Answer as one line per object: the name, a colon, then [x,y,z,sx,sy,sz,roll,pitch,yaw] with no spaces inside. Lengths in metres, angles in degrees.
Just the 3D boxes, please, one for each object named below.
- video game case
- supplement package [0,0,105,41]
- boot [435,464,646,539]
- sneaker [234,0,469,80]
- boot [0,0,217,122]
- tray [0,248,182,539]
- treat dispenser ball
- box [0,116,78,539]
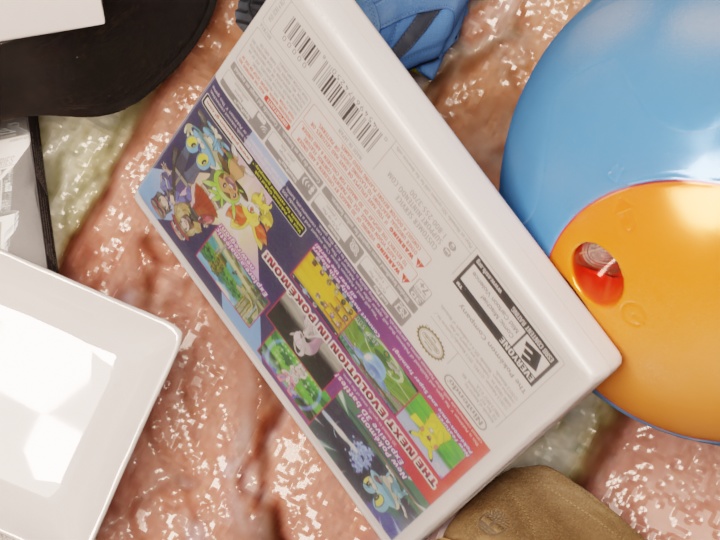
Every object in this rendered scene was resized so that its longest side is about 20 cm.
video game case: [0.000,0.000,1.018,0.023,0.182,0.200,-30,79,-37]
supplement package: [-0.194,-0.202,1.004,0.151,0.151,0.200,-9,39,-5]
boot: [0.121,0.159,1.037,0.200,0.074,0.075,40,73,10]
sneaker: [0.027,-0.140,1.103,0.066,0.079,0.200,19,59,46]
boot: [-0.183,-0.130,1.084,0.188,0.069,0.200,-34,53,-11]
tray: [-0.183,0.035,1.035,0.199,0.022,0.108,23,80,4]
treat dispenser ball: [0.155,-0.030,1.001,0.200,0.201,0.202,0,79,1]
box: [-0.206,0.032,1.073,0.157,0.050,0.201,-8,79,-1]
